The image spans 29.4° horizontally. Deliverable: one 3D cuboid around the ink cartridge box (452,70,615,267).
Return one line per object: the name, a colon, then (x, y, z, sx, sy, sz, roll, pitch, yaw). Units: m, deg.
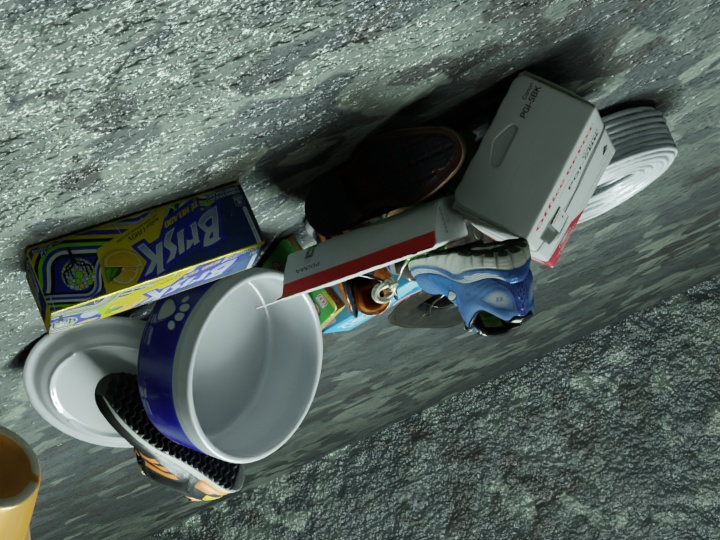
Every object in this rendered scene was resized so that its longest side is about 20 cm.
ink cartridge box: (0.175, -0.093, 1.352, 0.147, 0.083, 0.200, -63, 163, 2)

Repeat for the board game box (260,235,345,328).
board game box: (-0.080, 0.035, 1.520, 0.030, 0.096, 0.200, -35, 174, -28)

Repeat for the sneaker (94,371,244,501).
sneaker: (-0.220, 0.189, 1.466, 0.090, 0.070, 0.200, -30, 123, 33)

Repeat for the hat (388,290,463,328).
hat: (0.114, 0.005, 1.795, 0.200, 0.081, 0.201, -20, 158, -9)

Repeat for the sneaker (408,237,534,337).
sneaker: (0.104, 0.020, 1.295, 0.078, 0.089, 0.200, -14, -175, -16)

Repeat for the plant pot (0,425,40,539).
plant pot: (-0.475, 0.285, 1.651, 0.200, 0.200, 0.183, -9, 145, -48)

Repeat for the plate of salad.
plate of salad: (-0.260, 0.116, 1.477, 0.200, 0.048, 0.200, -2, 131, -2)

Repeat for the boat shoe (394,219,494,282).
boat shoe: (0.100, -0.026, 1.537, 0.073, 0.075, 0.200, -1, -176, 28)

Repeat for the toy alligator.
toy alligator: (0.075, -0.043, 1.374, 0.059, 0.054, 0.200, 19, 104, -37)

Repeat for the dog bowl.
dog bowl: (-0.132, 0.093, 1.418, 0.079, 0.201, 0.200, 11, -167, 39)

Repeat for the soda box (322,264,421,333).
soda box: (0.034, 0.005, 1.677, 0.200, 0.064, 0.068, -30, 166, 26)

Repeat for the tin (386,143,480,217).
tin: (0.097, -0.081, 1.514, 0.112, 0.042, 0.200, -15, 165, -21)

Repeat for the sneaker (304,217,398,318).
sneaker: (0.000, 0.000, 1.487, 0.077, 0.112, 0.200, -27, 167, 13)

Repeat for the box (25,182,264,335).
box: (-0.190, -0.011, 1.215, 0.200, 0.064, 0.070, -20, 167, -20)

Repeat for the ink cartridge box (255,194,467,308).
ink cartridge box: (0.000, -0.019, 1.268, 0.161, 0.050, 0.200, -20, 178, 18)

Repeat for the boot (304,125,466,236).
boot: (0.041, -0.096, 1.301, 0.200, 0.075, 0.097, -22, -179, 43)

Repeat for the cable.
cable: (0.270, -0.117, 1.600, 0.200, 0.069, 0.200, -30, 166, 24)
